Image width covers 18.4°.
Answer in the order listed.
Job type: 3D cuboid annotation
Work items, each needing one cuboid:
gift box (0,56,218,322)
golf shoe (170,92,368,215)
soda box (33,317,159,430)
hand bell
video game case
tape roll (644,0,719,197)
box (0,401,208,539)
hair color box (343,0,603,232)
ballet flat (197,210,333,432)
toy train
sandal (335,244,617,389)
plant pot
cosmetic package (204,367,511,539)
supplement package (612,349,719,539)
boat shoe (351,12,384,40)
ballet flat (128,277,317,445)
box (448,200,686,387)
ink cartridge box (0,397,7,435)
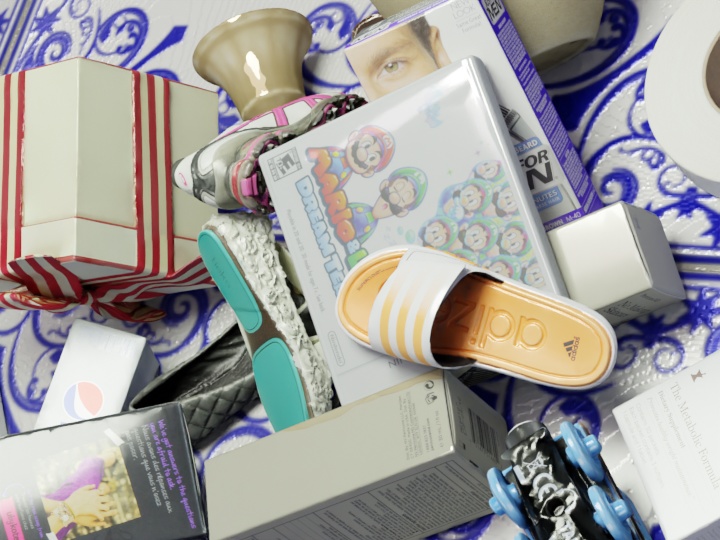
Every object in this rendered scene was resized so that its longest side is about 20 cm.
[{"bbox_3d":[-0.217,-0.057,1.768,0.200,0.185,0.187,-9,78,45],"label":"gift box"},{"bbox_3d":[-0.062,-0.097,1.716,0.092,0.200,0.073,8,108,33],"label":"golf shoe"},{"bbox_3d":[-0.223,0.145,1.751,0.063,0.068,0.200,15,70,10],"label":"soda box"},{"bbox_3d":[-0.061,-0.102,1.799,0.104,0.104,0.200,-28,62,18],"label":"hand bell"},{"bbox_3d":[0.036,-0.025,1.565,0.182,0.024,0.200,-24,77,22],"label":"video game case"},{"bbox_3d":[0.302,-0.142,1.593,0.203,0.037,0.203,-17,54,26],"label":"tape roll"},{"bbox_3d":[-0.217,0.178,1.636,0.200,0.122,0.106,-10,71,-6],"label":"box"},{"bbox_3d":[0.084,-0.101,1.615,0.109,0.200,0.065,-23,12,22],"label":"hair color box"},{"bbox_3d":[-0.056,0.042,1.680,0.072,0.072,0.200,-25,85,21],"label":"ballet flat"},{"bbox_3d":[0.153,0.188,1.446,0.087,0.114,0.200,-34,50,9],"label":"toy train"},{"bbox_3d":[0.071,0.030,1.501,0.207,0.059,0.079,12,92,25],"label":"sandal"},{"bbox_3d":[0.108,-0.215,1.689,0.200,0.200,0.135,-26,83,20],"label":"plant pot"},{"bbox_3d":[0.000,0.150,1.582,0.200,0.104,0.073,-21,54,21],"label":"cosmetic package"},{"bbox_3d":[0.283,0.102,1.410,0.200,0.110,0.114,-32,50,15],"label":"supplement package"},{"bbox_3d":[0.042,-0.146,1.751,0.070,0.070,0.200,-37,48,3],"label":"boat shoe"},{"bbox_3d":[-0.093,0.064,1.726,0.200,0.057,0.066,-43,50,1],"label":"ballet flat"},{"bbox_3d":[0.121,0.022,1.579,0.200,0.082,0.068,-24,74,23],"label":"box"},{"bbox_3d":[-0.381,0.067,1.866,0.084,0.144,0.200,-32,49,17],"label":"ink cartridge box"}]
